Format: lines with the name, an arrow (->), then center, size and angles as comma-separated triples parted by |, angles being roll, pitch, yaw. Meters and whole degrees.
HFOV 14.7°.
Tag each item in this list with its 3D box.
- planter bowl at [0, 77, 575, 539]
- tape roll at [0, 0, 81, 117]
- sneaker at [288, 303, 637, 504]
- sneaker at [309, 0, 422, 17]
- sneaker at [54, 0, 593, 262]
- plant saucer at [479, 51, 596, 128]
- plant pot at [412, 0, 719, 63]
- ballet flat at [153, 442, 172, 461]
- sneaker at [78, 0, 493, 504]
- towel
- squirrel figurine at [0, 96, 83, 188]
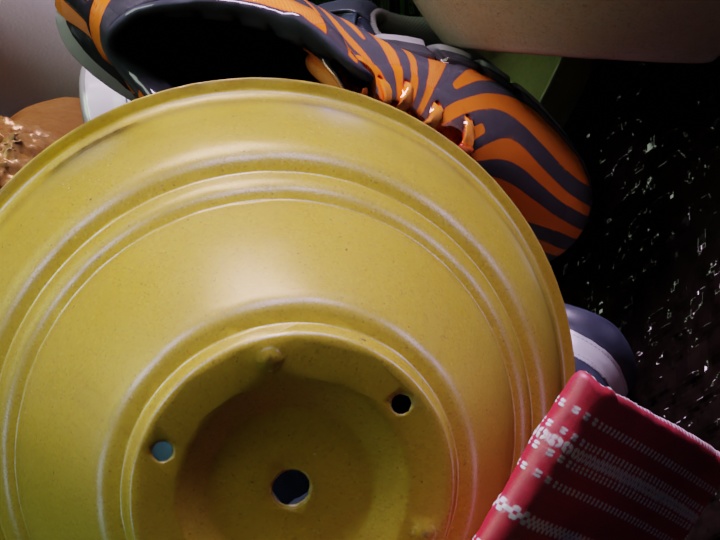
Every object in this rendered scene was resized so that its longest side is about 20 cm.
planter bowl -> -0.025, 0.051, 0.785 | 0.201, 0.200, 0.083 | -61, 16, 6
tape roll -> -0.096, -0.138, 1.223 | 0.203, 0.139, 0.203 | -56, 19, 30
sneaker -> 0.026, 0.068, 0.960 | 0.200, 0.070, 0.109 | -27, 36, 59
sneaker -> -0.006, -0.169, 1.119 | 0.078, 0.085, 0.200 | -36, 47, 57
sneaker -> -0.003, -0.038, 0.875 | 0.078, 0.200, 0.112 | -63, 23, 11
plant saucer -> 0.039, -0.086, 1.100 | 0.200, 0.031, 0.200 | -41, 35, 38
plant pot -> 0.077, -0.139, 0.938 | 0.200, 0.200, 0.135 | 17, 104, 62
ballet flat -> -0.077, 0.120, 1.101 | 0.064, 0.067, 0.200 | 102, 177, -57
sneaker -> 0.000, 0.000, 1.002 | 0.146, 0.203, 0.077 | -15, 22, 10
towel -> 0.030, 0.124, 0.806 | 0.022, 0.145, 0.200 | 34, 92, 24
squirrel figurine -> -0.181, -0.016, 1.044 | 0.200, 0.186, 0.142 | 58, -135, -82
